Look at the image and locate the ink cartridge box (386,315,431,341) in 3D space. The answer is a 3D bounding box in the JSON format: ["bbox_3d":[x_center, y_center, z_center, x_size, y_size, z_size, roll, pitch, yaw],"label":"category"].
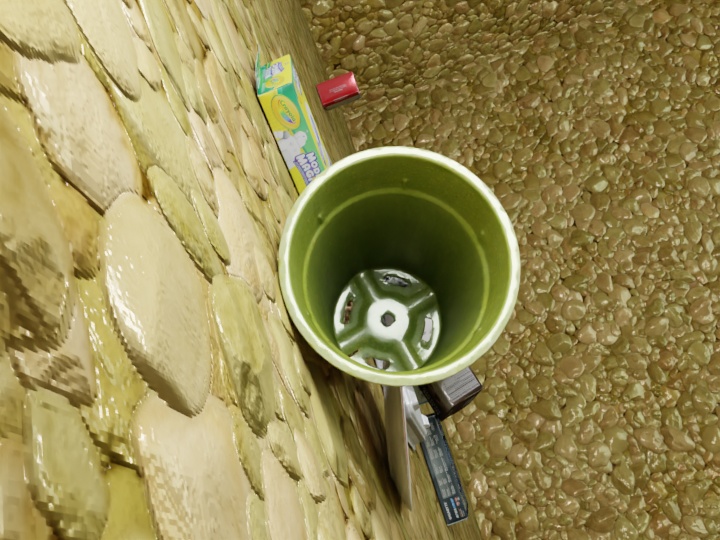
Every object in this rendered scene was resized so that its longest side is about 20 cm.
[{"bbox_3d":[0.094,0.027,1.082,0.201,0.142,0.087,-120,-154,-55],"label":"ink cartridge box"}]

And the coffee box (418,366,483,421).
[{"bbox_3d":[0.146,0.182,1.341,0.202,0.079,0.114,57,-19,19],"label":"coffee box"}]

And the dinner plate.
[{"bbox_3d":[0.042,0.170,0.780,0.200,0.024,0.206,-4,90,-86],"label":"dinner plate"}]

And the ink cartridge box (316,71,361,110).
[{"bbox_3d":[-0.063,-0.526,1.983,0.200,0.114,0.069,-83,152,-81],"label":"ink cartridge box"}]

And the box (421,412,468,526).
[{"bbox_3d":[0.164,0.391,1.360,0.159,0.045,0.204,47,25,-78],"label":"box"}]

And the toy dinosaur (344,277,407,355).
[{"bbox_3d":[0.000,0.000,0.811,0.134,0.204,0.101,29,-14,-34],"label":"toy dinosaur"}]

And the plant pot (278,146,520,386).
[{"bbox_3d":[0.029,0.024,0.629,0.191,0.195,0.204,94,-21,-70],"label":"plant pot"}]

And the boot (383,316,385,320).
[{"bbox_3d":[-0.002,-0.018,0.944,0.132,0.068,0.204,-92,160,-79],"label":"boot"}]

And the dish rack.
[{"bbox_3d":[0.066,0.185,1.089,0.201,0.043,0.175,64,7,-61],"label":"dish rack"}]

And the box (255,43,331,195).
[{"bbox_3d":[-0.079,-0.175,0.836,0.118,0.047,0.203,-101,169,-57],"label":"box"}]

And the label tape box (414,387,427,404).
[{"bbox_3d":[0.115,0.180,1.532,0.201,0.062,0.146,-100,170,-59],"label":"label tape box"}]
